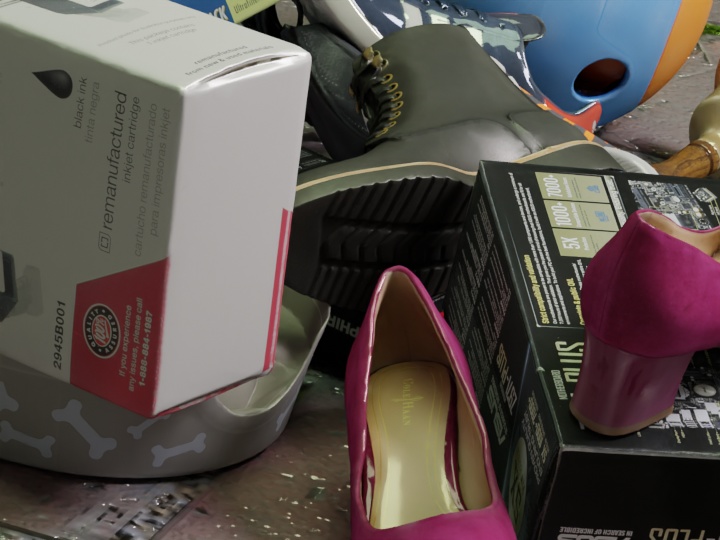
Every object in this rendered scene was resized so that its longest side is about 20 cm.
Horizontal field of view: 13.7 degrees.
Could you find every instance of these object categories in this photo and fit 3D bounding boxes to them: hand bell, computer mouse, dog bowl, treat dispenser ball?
[{"bbox_3d":[0.187,-0.059,1.678,0.104,0.104,0.200,23,38,34],"label":"hand bell"},{"bbox_3d":[-0.003,-0.078,1.622,0.053,0.139,0.200,-44,50,-8],"label":"computer mouse"},{"bbox_3d":[-0.115,0.030,1.320,0.200,0.059,0.200,7,20,-3],"label":"dog bowl"},{"bbox_3d":[0.110,-0.180,1.762,0.201,0.201,0.201,8,20,-3],"label":"treat dispenser ball"}]

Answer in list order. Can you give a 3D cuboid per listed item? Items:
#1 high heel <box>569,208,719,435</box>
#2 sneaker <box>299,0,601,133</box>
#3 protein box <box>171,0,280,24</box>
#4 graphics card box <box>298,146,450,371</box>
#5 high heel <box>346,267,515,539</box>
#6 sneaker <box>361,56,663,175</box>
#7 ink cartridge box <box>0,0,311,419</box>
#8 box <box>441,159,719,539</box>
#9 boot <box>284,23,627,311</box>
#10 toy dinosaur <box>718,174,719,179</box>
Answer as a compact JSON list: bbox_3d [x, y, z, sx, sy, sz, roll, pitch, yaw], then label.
[{"bbox_3d":[0.158,-0.009,1.196,0.067,0.096,0.200,30,39,23],"label":"high heel"},{"bbox_3d":[0.048,-0.125,1.637,0.200,0.085,0.075,43,-6,-7],"label":"sneaker"},{"bbox_3d":[-0.179,-0.189,1.537,0.135,0.200,0.198,-33,14,-39],"label":"protein box"},{"bbox_3d":[0.000,0.000,1.445,0.200,0.051,0.125,25,26,27],"label":"graphics card box"},{"bbox_3d":[0.020,0.070,1.181,0.067,0.096,0.200,-11,17,-4],"label":"high heel"},{"bbox_3d":[0.092,-0.044,1.494,0.200,0.078,0.112,37,6,31],"label":"sneaker"},{"bbox_3d":[-0.129,-0.045,1.220,0.200,0.146,0.085,22,26,32],"label":"ink cartridge box"},{"bbox_3d":[0.135,0.049,1.268,0.164,0.086,0.200,4,36,-13],"label":"box"},{"bbox_3d":[0.009,-0.056,1.377,0.200,0.077,0.138,-5,42,-41],"label":"boot"},{"bbox_3d":[0.213,-0.002,1.546,0.102,0.077,0.200,28,18,13],"label":"toy dinosaur"}]
